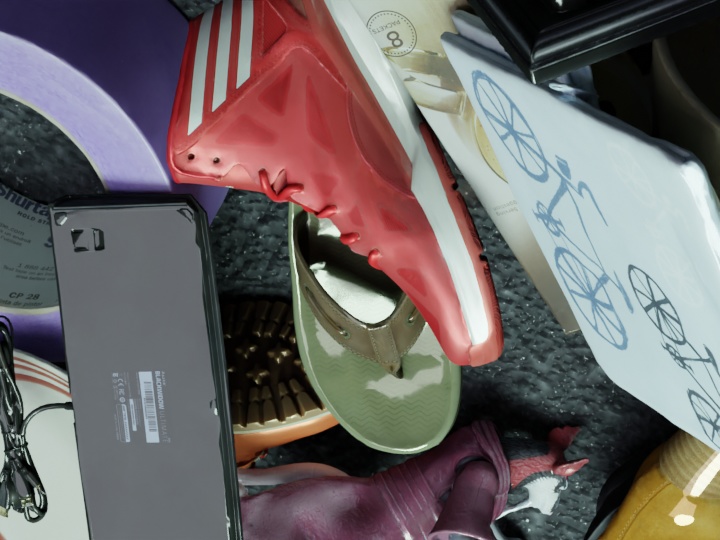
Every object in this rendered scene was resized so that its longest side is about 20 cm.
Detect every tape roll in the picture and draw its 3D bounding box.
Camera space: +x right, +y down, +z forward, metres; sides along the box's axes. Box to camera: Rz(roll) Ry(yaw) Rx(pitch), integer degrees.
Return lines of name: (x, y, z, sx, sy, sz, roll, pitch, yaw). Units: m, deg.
tape roll: (-0.166, -0.058, 1.050, 0.198, 0.085, 0.201, 10, 129, 13)

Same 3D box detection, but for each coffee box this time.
coffee box: (0.096, -0.082, 0.934, 0.112, 0.080, 0.201, -19, 119, 32)

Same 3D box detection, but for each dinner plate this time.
dinner plate: (-0.153, 0.120, 1.110, 0.199, 0.024, 0.201, 21, 130, 27)

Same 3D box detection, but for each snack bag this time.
snack bag: (0.112, -0.003, 0.838, 0.021, 0.200, 0.189, -33, 118, -10)

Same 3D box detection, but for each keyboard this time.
keyboard: (-0.121, 0.062, 1.019, 0.126, 0.021, 0.202, -1, 106, 12)

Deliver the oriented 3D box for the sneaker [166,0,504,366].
sneaker: (-0.017, -0.035, 0.965, 0.115, 0.078, 0.201, -23, 86, 4)

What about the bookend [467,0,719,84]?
bookend: (0.117, -0.202, 0.760, 0.197, 0.092, 0.201, -20, 122, -5)

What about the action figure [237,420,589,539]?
action figure: (0.023, 0.122, 1.113, 0.199, 0.134, 0.150, -29, 92, 0)

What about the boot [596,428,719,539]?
boot: (0.210, 0.124, 1.029, 0.200, 0.071, 0.144, 15, 128, -24)

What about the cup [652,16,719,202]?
cup: (0.203, -0.029, 0.831, 0.199, 0.201, 0.144, 13, 131, 10)

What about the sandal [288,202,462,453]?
sandal: (-0.001, -0.001, 1.025, 0.079, 0.057, 0.202, -8, 112, 8)

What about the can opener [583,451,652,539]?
can opener: (0.177, 0.090, 1.058, 0.063, 0.079, 0.200, 34, 121, -3)

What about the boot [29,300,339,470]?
boot: (-0.073, 0.080, 1.146, 0.199, 0.075, 0.107, -12, 140, 23)
